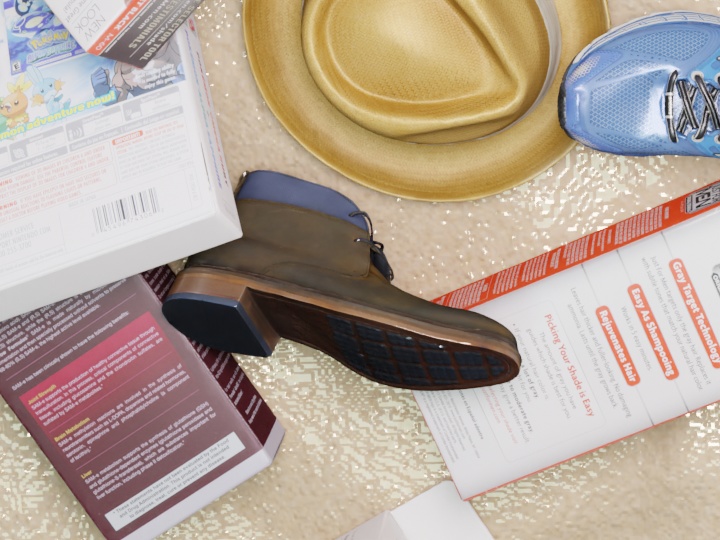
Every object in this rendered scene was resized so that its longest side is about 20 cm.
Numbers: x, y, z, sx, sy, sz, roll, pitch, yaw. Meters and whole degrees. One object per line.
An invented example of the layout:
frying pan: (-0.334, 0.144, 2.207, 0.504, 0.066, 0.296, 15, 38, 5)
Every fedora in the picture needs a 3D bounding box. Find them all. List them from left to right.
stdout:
fedora: (0.032, -0.120, 1.283, 0.200, 0.082, 0.201, 2, 106, 7)

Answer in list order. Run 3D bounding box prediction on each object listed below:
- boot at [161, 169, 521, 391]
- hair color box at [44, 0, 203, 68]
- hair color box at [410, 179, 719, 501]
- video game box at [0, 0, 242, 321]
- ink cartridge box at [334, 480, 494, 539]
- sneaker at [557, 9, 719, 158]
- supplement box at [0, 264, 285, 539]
boot: (0.000, 0.000, 1.293, 0.199, 0.097, 0.075, 11, 151, 20)
hair color box: (-0.146, -0.214, 1.252, 0.111, 0.064, 0.200, -45, 71, 15)
hair color box: (0.127, 0.037, 1.325, 0.200, 0.061, 0.102, -22, 101, 14)
video game box: (-0.175, -0.072, 1.295, 0.199, 0.047, 0.183, -18, 68, 12)
ink cartridge box: (-0.005, 0.218, 1.387, 0.200, 0.068, 0.115, -31, 99, 14)
sneaker: (0.200, -0.091, 1.255, 0.199, 0.089, 0.079, -4, 103, -1)
supplement box: (-0.143, 0.045, 1.362, 0.109, 0.061, 0.200, -32, 99, 13)
